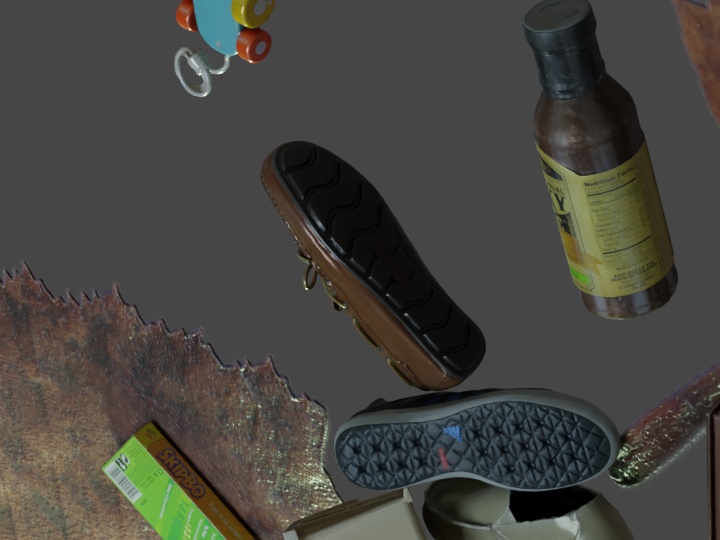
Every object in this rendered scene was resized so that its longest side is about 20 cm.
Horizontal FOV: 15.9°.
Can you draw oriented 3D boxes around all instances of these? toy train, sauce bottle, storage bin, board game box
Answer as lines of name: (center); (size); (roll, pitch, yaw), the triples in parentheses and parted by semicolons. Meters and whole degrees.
toy train: (-0.120, -0.218, 1.674); (0.200, 0.056, 0.150); (58, 149, -9)
sauce bottle: (0.137, -0.066, 1.509); (0.065, 0.065, 0.200); (15, 134, 42)
storage bin: (0.027, 0.259, 1.850); (0.199, 0.094, 0.200); (84, 163, -87)
board game box: (-0.133, 0.222, 2.185); (0.200, 0.030, 0.096); (51, 149, 2)

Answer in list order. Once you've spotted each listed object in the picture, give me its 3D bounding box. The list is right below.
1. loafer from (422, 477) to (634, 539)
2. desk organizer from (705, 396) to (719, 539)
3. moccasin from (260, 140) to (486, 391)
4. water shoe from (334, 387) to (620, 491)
loafer: (0.116, 0.164, 1.776); (0.200, 0.076, 0.068); (12, 123, 49)
desk organizer: (0.263, 0.149, 1.579); (0.077, 0.072, 0.200); (24, 141, 30)
moccasin: (0.001, -0.001, 1.745); (0.201, 0.074, 0.078); (47, 142, -15)
water shoe: (0.081, 0.103, 1.753); (0.200, 0.079, 0.072); (-2, 111, 19)
